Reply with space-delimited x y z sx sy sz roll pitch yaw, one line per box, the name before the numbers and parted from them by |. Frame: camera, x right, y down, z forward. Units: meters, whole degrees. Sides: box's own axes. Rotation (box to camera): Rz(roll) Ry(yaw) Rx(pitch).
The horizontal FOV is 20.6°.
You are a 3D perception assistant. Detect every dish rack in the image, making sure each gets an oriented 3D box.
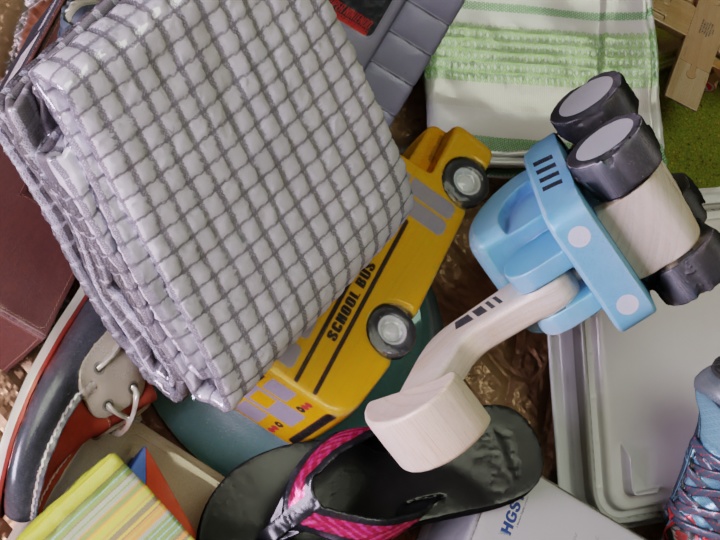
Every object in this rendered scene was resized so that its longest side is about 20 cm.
dish rack | 0.193 0.053 1.193 0.171 0.044 0.201 -6 94 -30

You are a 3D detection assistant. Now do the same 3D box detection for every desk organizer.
desk organizer | -0.173 -0.052 1.069 0.077 0.072 0.200 31 59 -15

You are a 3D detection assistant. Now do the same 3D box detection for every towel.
towel | 0.111 -0.154 1.210 0.149 0.031 0.201 2 77 -12
towel | -0.077 -0.057 0.972 0.166 0.085 0.200 -45 124 -27
towel | -0.089 0.192 0.987 0.086 0.018 0.200 -43 95 -22

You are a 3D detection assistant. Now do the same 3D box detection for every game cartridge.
game cartridge | -0.052 -0.161 1.157 0.200 0.038 0.130 30 96 -11

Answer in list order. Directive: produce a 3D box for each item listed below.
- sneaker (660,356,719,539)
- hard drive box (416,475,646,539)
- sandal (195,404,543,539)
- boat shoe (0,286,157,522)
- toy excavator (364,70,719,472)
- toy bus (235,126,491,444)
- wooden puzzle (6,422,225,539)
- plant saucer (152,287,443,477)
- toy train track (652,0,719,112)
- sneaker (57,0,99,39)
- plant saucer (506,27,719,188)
sneaker | 0.216 0.140 1.141 0.095 0.079 0.200 -31 127 -11
hard drive box | 0.116 0.221 1.103 0.200 0.077 0.156 33 59 -13
sandal | 0.006 0.112 1.042 0.200 0.045 0.075 -17 73 -17
boat shoe | -0.131 0.047 1.028 0.062 0.071 0.200 25 60 -1
toy excavator | 0.093 0.009 1.066 0.100 0.200 0.195 52 13 -21
toy bus | 0.000 0.000 1.098 0.078 0.065 0.200 33 60 -10
wooden puzzle | -0.095 0.187 1.027 0.200 0.046 0.185 36 58 -10
plant saucer | -0.032 0.030 1.129 0.200 0.036 0.200 10 65 -23
toy train track | 0.177 -0.167 1.264 0.200 0.033 0.115 26 67 -8
sneaker | -0.090 -0.100 1.059 0.200 0.086 0.078 22 65 -65
plant saucer | 0.195 -0.062 1.274 0.200 0.048 0.200 -21 81 -32
